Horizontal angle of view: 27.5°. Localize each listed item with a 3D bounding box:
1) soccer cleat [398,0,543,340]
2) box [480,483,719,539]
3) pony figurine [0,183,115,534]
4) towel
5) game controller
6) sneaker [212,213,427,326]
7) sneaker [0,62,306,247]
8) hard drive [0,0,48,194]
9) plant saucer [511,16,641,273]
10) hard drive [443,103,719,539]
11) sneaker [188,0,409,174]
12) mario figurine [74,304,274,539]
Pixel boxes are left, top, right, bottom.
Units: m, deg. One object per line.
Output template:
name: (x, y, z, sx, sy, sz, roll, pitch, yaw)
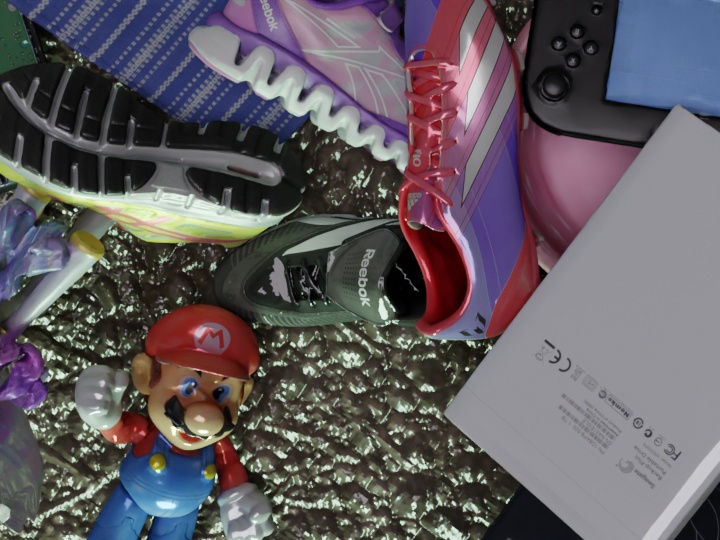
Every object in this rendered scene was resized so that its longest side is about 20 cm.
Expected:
soccer cleat: (0.048, -0.062, 0.782, 0.067, 0.076, 0.202, -5, 97, 56)
box: (0.130, 0.185, 0.791, 0.148, 0.200, 0.107, 35, 138, 12)
pony figurine: (-0.227, 0.043, 0.877, 0.166, 0.193, 0.200, 36, 102, -12)
towel: (-0.090, -0.161, 0.851, 0.200, 0.024, 0.145, 35, 105, -31)
game controller: (0.188, -0.112, 0.782, 0.198, 0.042, 0.105, 9, 95, 6)
sneaker: (0.000, 0.000, 0.868, 0.198, 0.090, 0.067, -4, 96, 13)
sneaker: (-0.138, -0.054, 0.865, 0.199, 0.090, 0.079, 18, 61, -15)
hard drive: (-0.268, -0.138, 0.906, 0.139, 0.038, 0.201, -20, 85, -8)
plant saucer: (0.172, -0.075, 0.832, 0.199, 0.051, 0.202, 1, 94, 8)
hard drive: (0.150, 0.035, 0.742, 0.132, 0.027, 0.201, 40, 99, 26)
sneaker: (0.006, -0.115, 0.839, 0.199, 0.080, 0.089, 28, 94, -14)
mario figurine: (-0.114, 0.118, 0.896, 0.106, 0.123, 0.201, 27, 108, 29)
